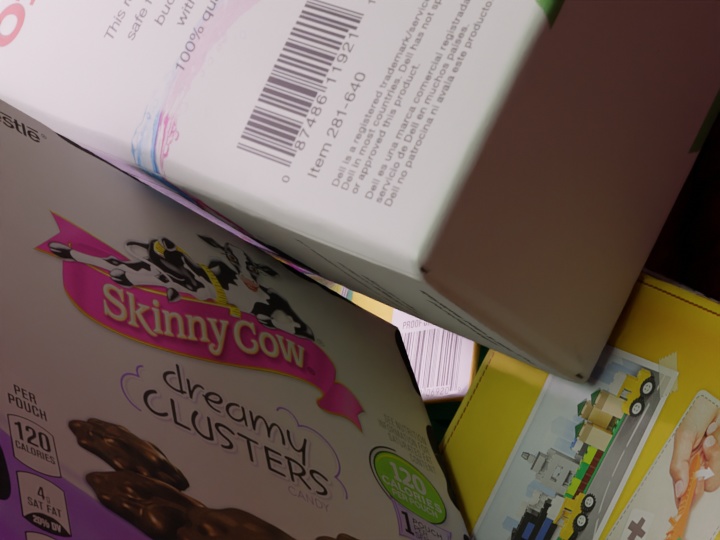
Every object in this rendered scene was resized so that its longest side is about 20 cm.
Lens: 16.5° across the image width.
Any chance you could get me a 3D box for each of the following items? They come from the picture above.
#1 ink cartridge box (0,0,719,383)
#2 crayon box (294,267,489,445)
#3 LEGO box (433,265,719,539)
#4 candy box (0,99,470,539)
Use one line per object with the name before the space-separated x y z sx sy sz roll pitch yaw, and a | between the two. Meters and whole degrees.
ink cartridge box | -0.001 -0.075 0.676 0.199 0.084 0.145 22 82 42
crayon box | 0.000 0.000 0.811 0.199 0.058 0.120 -11 65 50
LEGO box | 0.068 0.108 0.635 0.149 0.077 0.201 27 89 56
candy box | -0.049 0.066 0.598 0.072 0.167 0.201 -45 37 22
